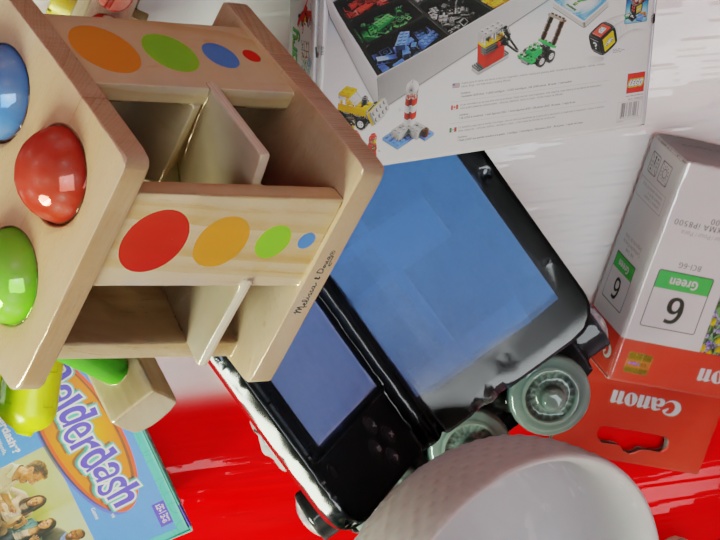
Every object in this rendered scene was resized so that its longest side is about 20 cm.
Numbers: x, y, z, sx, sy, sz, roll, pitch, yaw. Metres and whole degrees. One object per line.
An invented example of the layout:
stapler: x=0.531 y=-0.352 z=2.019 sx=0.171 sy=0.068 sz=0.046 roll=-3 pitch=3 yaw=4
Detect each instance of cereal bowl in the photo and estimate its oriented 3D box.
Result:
cereal bowl: x=0.055 y=0.172 z=1.229 sx=0.200 sy=0.083 sz=0.200 roll=-15 pitch=115 yaw=-37

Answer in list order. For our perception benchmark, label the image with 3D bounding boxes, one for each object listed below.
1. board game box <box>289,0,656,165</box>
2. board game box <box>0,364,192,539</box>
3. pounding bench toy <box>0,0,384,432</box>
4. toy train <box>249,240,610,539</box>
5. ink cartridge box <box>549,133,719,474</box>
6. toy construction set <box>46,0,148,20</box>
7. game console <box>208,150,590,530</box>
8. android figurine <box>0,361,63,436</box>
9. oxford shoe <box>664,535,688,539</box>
board game box: x=0.059 y=-0.123 z=1.228 sx=0.200 sy=0.035 sz=0.126 roll=-9 pitch=116 yaw=-27
board game box: x=-0.210 y=0.113 z=1.296 sx=0.200 sy=0.045 sz=0.152 roll=-24 pitch=118 yaw=-5
pounding bench toy: x=-0.120 y=-0.007 z=1.074 sx=0.156 sy=0.124 sz=0.200 roll=-1 pitch=131 yaw=-42
toy train: x=0.036 y=0.062 z=1.335 sx=0.200 sy=0.085 sz=0.114 roll=-34 pitch=107 yaw=2
ink cartridge box: x=0.189 y=0.030 z=1.381 sx=0.109 sy=0.050 sz=0.200 roll=11 pitch=109 yaw=-22
toy construction set: x=-0.117 y=-0.115 z=1.165 sx=0.092 sy=0.131 sz=0.200 roll=38 pitch=105 yaw=-10
game console: x=0.000 y=0.000 z=1.235 sx=0.119 sy=0.172 sz=0.200 roll=-34 pitch=94 yaw=27
android figurine: x=-0.239 y=0.042 z=1.220 sx=0.182 sy=0.041 sz=0.200 roll=6 pitch=92 yaw=-8
oxford shoe: x=0.196 y=0.248 z=1.467 sx=0.075 sy=0.058 sz=0.200 roll=-28 pitch=125 yaw=-38
